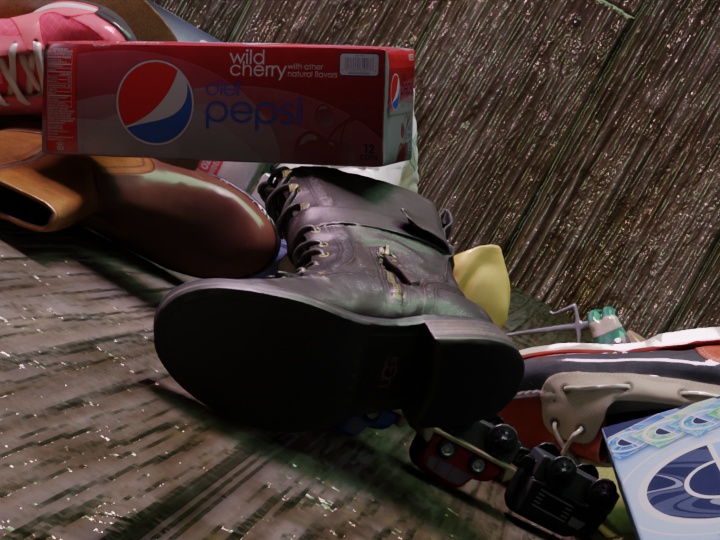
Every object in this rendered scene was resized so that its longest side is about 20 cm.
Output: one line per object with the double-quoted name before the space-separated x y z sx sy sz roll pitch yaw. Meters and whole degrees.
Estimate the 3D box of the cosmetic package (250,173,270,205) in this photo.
"cosmetic package" 0.003 0.010 1.177 0.199 0.082 0.113 29 5 7

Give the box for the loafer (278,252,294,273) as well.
"loafer" 0.011 0.044 0.956 0.200 0.075 0.069 39 34 -57

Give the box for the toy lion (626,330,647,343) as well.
"toy lion" 0.274 0.141 1.241 0.192 0.069 0.200 44 8 23

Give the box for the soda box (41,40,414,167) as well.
"soda box" -0.072 -0.094 0.886 0.198 0.064 0.070 4 9 15

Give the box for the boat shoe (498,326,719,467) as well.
"boat shoe" 0.142 0.083 0.936 0.072 0.198 0.063 69 15 -46

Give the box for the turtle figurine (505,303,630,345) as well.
"turtle figurine" 0.188 0.112 1.109 0.198 0.151 0.101 10 43 16

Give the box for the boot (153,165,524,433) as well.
"boot" -0.022 0.002 0.798 0.198 0.070 0.175 10 29 -26

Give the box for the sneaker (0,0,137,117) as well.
"sneaker" -0.227 -0.116 0.973 0.198 0.075 0.087 2 25 22

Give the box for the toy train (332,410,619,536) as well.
"toy train" 0.050 0.090 0.845 0.199 0.046 0.034 29 4 -19

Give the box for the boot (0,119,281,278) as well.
"boot" -0.147 -0.043 0.925 0.187 0.069 0.200 30 6 5

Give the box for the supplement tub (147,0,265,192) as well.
"supplement tub" -0.164 -0.132 1.271 0.199 0.141 0.140 29 5 -2

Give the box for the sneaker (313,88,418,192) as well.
"sneaker" -0.004 -0.068 1.031 0.070 0.081 0.200 10 22 9

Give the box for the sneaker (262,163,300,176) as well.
"sneaker" -0.001 -0.013 1.285 0.200 0.074 0.089 42 2 -11

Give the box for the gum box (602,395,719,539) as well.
"gum box" 0.218 0.112 0.796 0.200 0.168 0.045 -91 163 -72

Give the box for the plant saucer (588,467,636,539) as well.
"plant saucer" 0.212 0.113 0.970 0.200 0.198 0.048 -120 -168 -72

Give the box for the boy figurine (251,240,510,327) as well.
"boy figurine" 0.000 0.000 1.055 0.198 0.065 0.124 9 -1 20

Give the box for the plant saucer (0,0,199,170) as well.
"plant saucer" -0.194 -0.119 1.054 0.198 0.036 0.202 19 -43 19
